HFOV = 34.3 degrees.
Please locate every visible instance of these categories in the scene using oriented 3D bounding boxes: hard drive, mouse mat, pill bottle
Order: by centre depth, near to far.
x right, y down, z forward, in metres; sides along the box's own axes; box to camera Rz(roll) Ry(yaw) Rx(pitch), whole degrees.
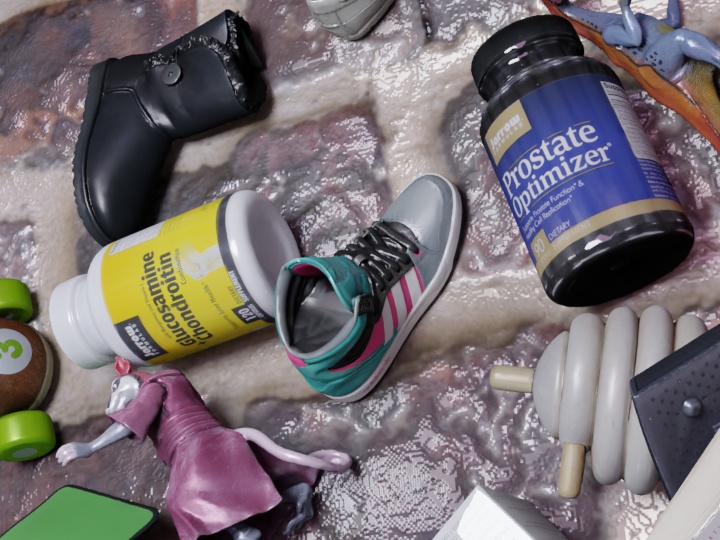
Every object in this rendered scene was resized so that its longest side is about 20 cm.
[{"bbox_3d":[0.247,0.118,0.707,0.135,0.200,0.042,-32,18,-4],"label":"hard drive"},{"bbox_3d":[0.154,-0.083,0.855,0.112,0.112,0.200,-28,64,17],"label":"pill bottle"},{"bbox_3d":[-0.271,0.244,0.930,0.161,0.008,0.200,1,34,47],"label":"mouse mat"},{"bbox_3d":[-0.155,0.016,0.977,0.200,0.112,0.112,-21,66,20],"label":"pill bottle"}]

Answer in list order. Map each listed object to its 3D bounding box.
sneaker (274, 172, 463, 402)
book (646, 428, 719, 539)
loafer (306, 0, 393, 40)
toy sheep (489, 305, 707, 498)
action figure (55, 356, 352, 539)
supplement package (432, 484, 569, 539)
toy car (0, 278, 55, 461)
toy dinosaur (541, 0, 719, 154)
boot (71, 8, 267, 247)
[{"bbox_3d":[0.000,0.000,0.899,0.084,0.121,0.200,26,87,30],"label":"sneaker"},{"bbox_3d":[0.273,0.162,0.681,0.134,0.200,0.048,-54,22,4],"label":"book"},{"bbox_3d":[0.026,-0.292,1.007,0.070,0.070,0.200,35,91,31],"label":"loafer"},{"bbox_3d":[0.185,0.088,0.777,0.200,0.138,0.138,7,77,9],"label":"toy sheep"},{"bbox_3d":[-0.132,0.131,0.914,0.149,0.134,0.200,-46,66,10],"label":"action figure"},{"bbox_3d":[0.130,0.252,0.762,0.200,0.110,0.114,41,95,30],"label":"supplement package"},{"bbox_3d":[-0.385,0.087,1.019,0.158,0.200,0.164,-25,65,18],"label":"toy car"},{"bbox_3d":[0.206,-0.168,0.866,0.181,0.105,0.200,9,84,38],"label":"toy dinosaur"},{"bbox_3d":[-0.169,-0.129,1.049,0.168,0.076,0.200,-14,62,26],"label":"boot"}]
